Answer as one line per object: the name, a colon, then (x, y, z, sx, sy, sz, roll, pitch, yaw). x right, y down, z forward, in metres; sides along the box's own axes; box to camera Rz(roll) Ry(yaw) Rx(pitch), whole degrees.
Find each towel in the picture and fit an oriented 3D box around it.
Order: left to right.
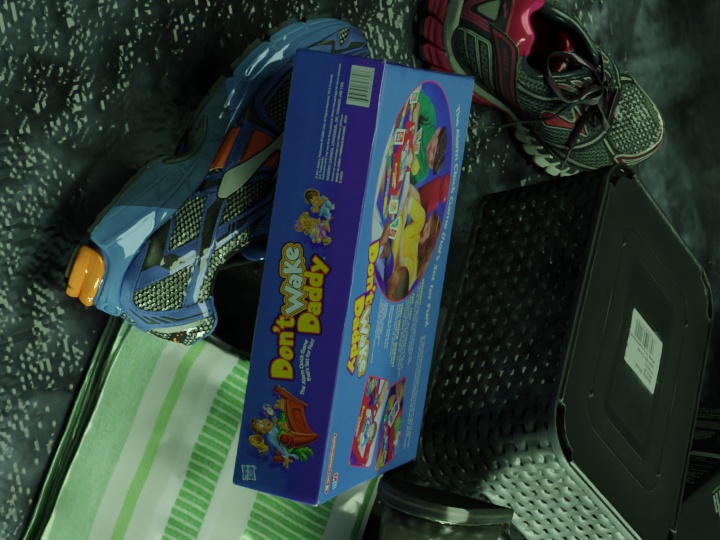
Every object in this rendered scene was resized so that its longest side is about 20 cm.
towel: (-0.069, 0.113, 0.863, 0.200, 0.023, 0.153, 34, 68, -41)

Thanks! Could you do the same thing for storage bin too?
storage bin: (0.122, 0.055, 0.976, 0.135, 0.093, 0.201, 47, 47, -35)

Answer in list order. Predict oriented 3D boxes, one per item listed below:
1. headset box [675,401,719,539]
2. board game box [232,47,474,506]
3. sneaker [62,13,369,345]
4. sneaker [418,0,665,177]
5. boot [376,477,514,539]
headset box: (0.214, 0.198, 1.103, 0.200, 0.092, 0.175, -27, 110, -43)
board game box: (0.000, 0.000, 0.824, 0.134, 0.045, 0.201, -7, 107, -69)
sneaker: (-0.056, -0.043, 0.823, 0.078, 0.075, 0.200, 40, 68, -2)
sneaker: (0.121, -0.107, 1.015, 0.200, 0.074, 0.081, 22, 75, -44)
boot: (0.024, 0.205, 0.874, 0.200, 0.069, 0.175, 85, 19, -71)
